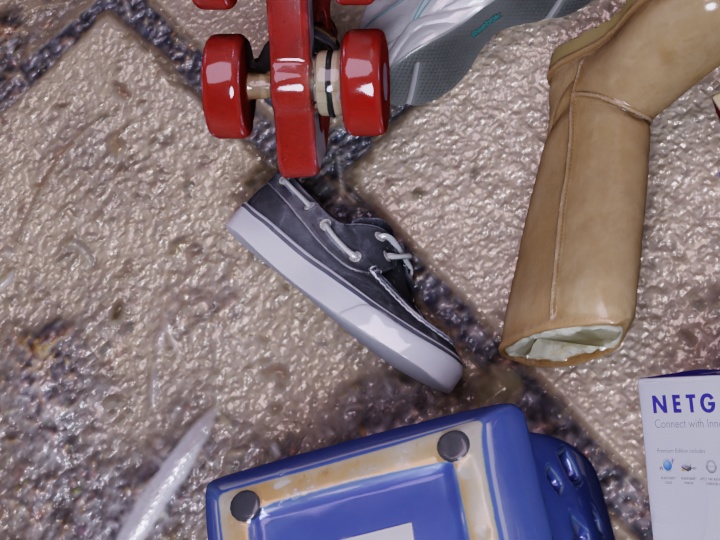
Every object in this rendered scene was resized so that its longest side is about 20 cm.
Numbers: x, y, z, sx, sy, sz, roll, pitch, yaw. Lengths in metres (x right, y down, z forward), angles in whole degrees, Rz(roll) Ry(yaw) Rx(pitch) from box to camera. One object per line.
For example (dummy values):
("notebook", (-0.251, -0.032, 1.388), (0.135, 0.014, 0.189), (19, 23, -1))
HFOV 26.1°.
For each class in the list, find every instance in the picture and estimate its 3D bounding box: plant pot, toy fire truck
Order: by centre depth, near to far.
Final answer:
("plant pot", (0.029, 0.184, 0.790), (0.200, 0.180, 0.200), (-16, 62, 14))
("toy fire truck", (-0.036, -0.170, 0.988), (0.112, 0.200, 0.168), (-1, 24, 8))

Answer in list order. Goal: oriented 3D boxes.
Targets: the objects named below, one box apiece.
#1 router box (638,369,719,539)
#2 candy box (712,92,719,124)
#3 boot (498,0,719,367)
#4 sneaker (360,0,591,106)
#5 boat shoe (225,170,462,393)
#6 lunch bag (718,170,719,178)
("router box", (0.225, 0.133, 0.720), (0.200, 0.049, 0.180), (-9, 86, 53))
("candy box", (0.316, -0.087, 0.877), (0.200, 0.055, 0.116), (-25, 58, 9))
("boot", (0.156, -0.055, 0.891), (0.175, 0.066, 0.200), (-32, 41, 58))
("sneaker", (0.085, -0.191, 1.014), (0.200, 0.070, 0.080), (-30, 56, 7))
("boat shoe", (0.000, 0.000, 0.959), (0.068, 0.072, 0.200), (-49, 51, -4))
("lunch bag", (0.272, -0.086, 0.779), (0.200, 0.094, 0.151), (-49, 17, 1))
